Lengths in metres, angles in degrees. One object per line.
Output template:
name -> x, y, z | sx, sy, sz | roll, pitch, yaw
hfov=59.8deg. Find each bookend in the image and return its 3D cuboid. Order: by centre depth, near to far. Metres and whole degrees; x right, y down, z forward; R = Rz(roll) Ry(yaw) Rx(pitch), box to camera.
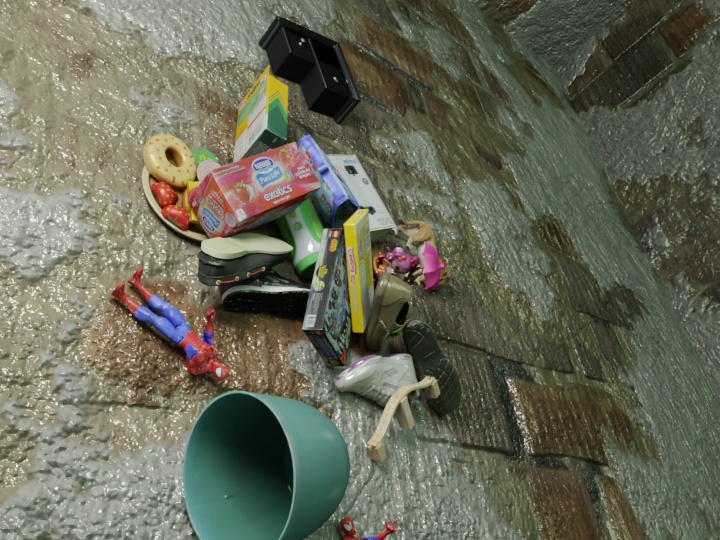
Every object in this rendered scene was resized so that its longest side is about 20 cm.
bookend -> -0.124, -0.485, 1.526 | 0.198, 0.092, 0.201 | 8, 54, -42

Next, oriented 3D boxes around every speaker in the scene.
speaker -> -0.118, -0.091, 1.200 | 0.088, 0.088, 0.202 | -3, 62, -48

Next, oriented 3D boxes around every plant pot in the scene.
plant pot -> -0.108, 0.263, 0.825 | 0.160, 0.199, 0.203 | 15, 48, -53

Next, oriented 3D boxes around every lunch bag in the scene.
lunch bag -> -0.069, -0.164, 1.225 | 0.152, 0.093, 0.200 | 60, -4, 13

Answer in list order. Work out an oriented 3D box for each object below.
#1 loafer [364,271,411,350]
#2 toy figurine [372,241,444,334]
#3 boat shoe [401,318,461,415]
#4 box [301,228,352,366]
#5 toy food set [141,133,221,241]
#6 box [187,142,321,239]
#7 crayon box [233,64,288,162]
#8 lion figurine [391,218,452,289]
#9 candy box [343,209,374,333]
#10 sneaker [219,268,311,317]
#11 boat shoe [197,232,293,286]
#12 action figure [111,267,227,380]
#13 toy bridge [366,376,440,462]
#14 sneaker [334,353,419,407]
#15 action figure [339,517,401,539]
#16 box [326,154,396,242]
loafer -> 0.052, 0.087, 1.148 | 0.066, 0.201, 0.077 | 16, 53, 9
toy figurine -> 0.071, 0.007, 1.236 | 0.198, 0.184, 0.152 | 28, 41, -27
boat shoe -> 0.139, 0.184, 1.244 | 0.074, 0.075, 0.203 | -166, -126, -80
box -> -0.046, 0.048, 1.103 | 0.137, 0.039, 0.203 | 65, 29, -54
toy food set -> -0.284, -0.139, 1.092 | 0.196, 0.049, 0.202 | 14, 50, -40
box -> -0.177, -0.132, 1.060 | 0.199, 0.099, 0.096 | -31, 89, -44
crayon box -> -0.198, -0.298, 1.255 | 0.051, 0.125, 0.202 | 24, 44, -32
lion figurine -> 0.147, -0.041, 1.407 | 0.121, 0.072, 0.203 | -26, 116, -29
candy box -> 0.000, 0.000, 1.138 | 0.102, 0.026, 0.203 | -50, 139, -65
sneaker -> -0.151, 0.021, 1.080 | 0.198, 0.076, 0.088 | 11, 46, -41
boat shoe -> -0.184, -0.019, 1.005 | 0.073, 0.064, 0.201 | 25, 19, 24
action figure -> -0.252, 0.074, 0.895 | 0.200, 0.099, 0.065 | 48, 37, -8
toy bridge -> 0.074, 0.248, 1.102 | 0.199, 0.027, 0.068 | -38, 120, -40
sneaker -> 0.040, 0.204, 1.126 | 0.198, 0.075, 0.101 | 1, 62, -46
action figure -> 0.031, 0.444, 0.895 | 0.065, 0.099, 0.202 | -5, 60, -50
box -> -0.016, -0.157, 1.388 | 0.116, 0.060, 0.202 | -10, 68, -50
